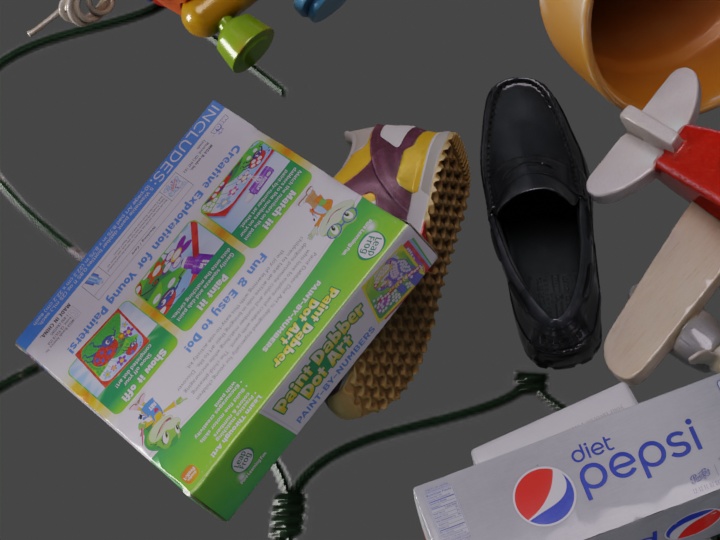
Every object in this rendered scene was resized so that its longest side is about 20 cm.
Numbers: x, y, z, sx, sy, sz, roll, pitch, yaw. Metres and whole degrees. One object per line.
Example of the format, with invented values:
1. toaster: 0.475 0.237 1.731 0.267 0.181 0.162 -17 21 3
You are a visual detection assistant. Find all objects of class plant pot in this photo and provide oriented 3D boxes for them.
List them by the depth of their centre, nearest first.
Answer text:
1. plant pot: 0.171 -0.225 1.377 0.200 0.201 0.183 -34 47 -9

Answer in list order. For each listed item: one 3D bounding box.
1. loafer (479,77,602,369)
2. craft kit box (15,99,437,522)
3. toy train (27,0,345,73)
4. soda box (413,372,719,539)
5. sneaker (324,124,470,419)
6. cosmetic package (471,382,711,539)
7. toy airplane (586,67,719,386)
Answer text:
1. loafer: 0.111 -0.038 1.343 0.068 0.070 0.202 -10 61 4
2. craft kit box: -0.084 0.018 1.315 0.200 0.049 0.197 -51 45 -5
3. toy train: -0.107 -0.175 1.457 0.200 0.085 0.116 -39 76 -12
4. soda box: 0.132 0.120 1.173 0.199 0.068 0.064 -21 61 -2
5. sneaker: 0.000 0.000 1.349 0.090 0.075 0.201 7 58 26
6. cosmetic package: 0.147 0.175 1.221 0.101 0.071 0.201 -23 60 -4
7. toy airplane: 0.234 -0.035 1.295 0.199 0.141 0.200 -25 41 30
